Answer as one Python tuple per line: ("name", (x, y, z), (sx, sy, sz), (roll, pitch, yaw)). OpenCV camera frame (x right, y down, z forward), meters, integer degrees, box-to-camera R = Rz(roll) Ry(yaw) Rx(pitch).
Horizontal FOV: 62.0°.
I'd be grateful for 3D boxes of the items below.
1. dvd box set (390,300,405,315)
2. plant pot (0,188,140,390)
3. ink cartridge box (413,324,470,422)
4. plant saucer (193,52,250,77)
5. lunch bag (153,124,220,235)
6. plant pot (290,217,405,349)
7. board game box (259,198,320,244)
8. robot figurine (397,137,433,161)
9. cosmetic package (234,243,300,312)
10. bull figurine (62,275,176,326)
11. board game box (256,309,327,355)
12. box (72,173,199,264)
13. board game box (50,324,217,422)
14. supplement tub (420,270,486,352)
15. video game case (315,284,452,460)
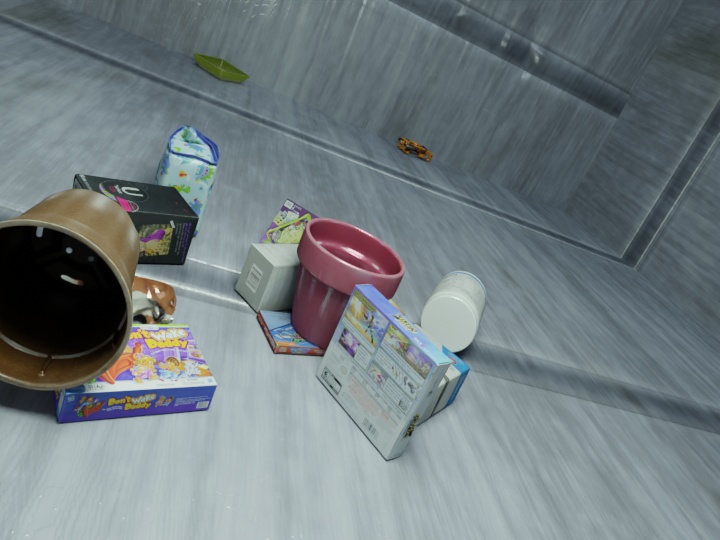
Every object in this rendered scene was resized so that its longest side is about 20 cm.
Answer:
("dvd box set", (-0.008, 0.049, 1.340), (0.143, 0.030, 0.200), (4, 30, -43))
("plant pot", (-0.361, 0.002, 0.735), (0.195, 0.205, 0.199), (19, 20, -16))
("ink cartridge box", (0.088, 0.186, 1.078), (0.145, 0.086, 0.198), (37, 24, 25))
("plant saucer", (-0.634, -0.912, 2.720), (0.198, 0.049, 0.198), (36, 24, 20))
("lunch bag", (-0.380, -0.201, 1.288), (0.124, 0.174, 0.201), (12, 23, -28))
("plant pot", (-0.040, 0.033, 1.091), (0.195, 0.183, 0.201), (22, 21, -9))
("board game box", (-0.120, -0.063, 1.331), (0.197, 0.121, 0.032), (32, -10, 24))
("robot figurine", (0.278, -0.630, 3.103), (0.195, 0.059, 0.146), (13, 26, -32))
("cosmetic package", (-0.135, 0.012, 1.184), (0.090, 0.109, 0.197), (38, 23, 30))
("bull figurine", (-0.374, 0.044, 0.905), (0.194, 0.066, 0.123), (7, 35, -28))
("board game box", (-0.089, 0.119, 1.115), (0.195, 0.020, 0.103), (10, 26, -36))
("box", (-0.415, -0.090, 1.092), (0.197, 0.108, 0.122), (2, 32, -47))
("board game box", (-0.310, 0.131, 0.808), (0.196, 0.046, 0.135), (5, 30, -42))
("supplement tub", (0.216, 0.089, 1.369), (0.129, 0.135, 0.200), (29, 23, 9))
("video game case", (0.029, 0.155, 0.949), (0.045, 0.185, 0.200), (-1, 34, -46))
